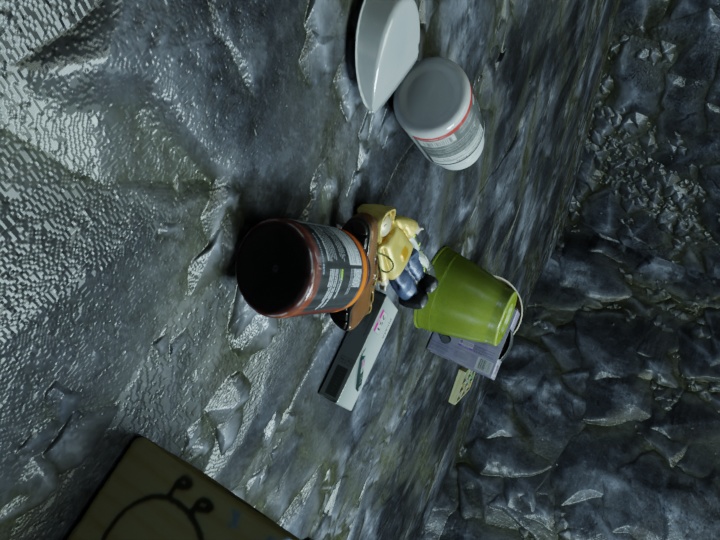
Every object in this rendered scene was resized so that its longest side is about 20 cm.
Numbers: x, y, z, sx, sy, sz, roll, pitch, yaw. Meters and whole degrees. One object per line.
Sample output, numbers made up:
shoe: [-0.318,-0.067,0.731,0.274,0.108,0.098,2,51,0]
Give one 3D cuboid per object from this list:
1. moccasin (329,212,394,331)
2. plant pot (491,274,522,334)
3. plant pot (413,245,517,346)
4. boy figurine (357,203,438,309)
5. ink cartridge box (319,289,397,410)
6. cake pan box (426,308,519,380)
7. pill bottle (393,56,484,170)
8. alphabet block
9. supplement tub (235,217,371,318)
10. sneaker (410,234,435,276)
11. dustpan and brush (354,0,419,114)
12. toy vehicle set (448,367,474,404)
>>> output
moccasin: [0.001,0.001,0.878,0.077,0.073,0.205,-31,139,-34]
plant pot: [0.359,0.096,1.704,0.200,0.183,0.192,-29,138,-77]
plant pot: [0.248,0.075,1.374,0.201,0.189,0.204,-48,151,-38]
boy figurine: [0.058,-0.034,0.938,0.125,0.063,0.202,-51,134,-23]
ink cartridge box: [0.010,0.153,1.093,0.204,0.043,0.174,-64,156,-11]
cake pan box: [0.291,0.156,1.540,0.052,0.196,0.189,31,80,-62]
pill bottle: [0.129,-0.230,0.927,0.119,0.114,0.199,-68,158,0]
alphabet block: [-0.174,0.325,0.617,0.198,0.196,0.198,-58,156,-24]
supplement tub: [-0.055,-0.001,0.720,0.199,0.105,0.110,3,108,-67]
sneaker: [0.076,-0.010,1.076,0.077,0.074,0.200,-55,146,-9]
dustpan and brush: [0.025,-0.311,0.712,0.141,0.056,0.202,-57,162,-30]
toy vehicle set: [0.377,0.395,2.176,0.199,0.026,0.128,-15,123,-64]
